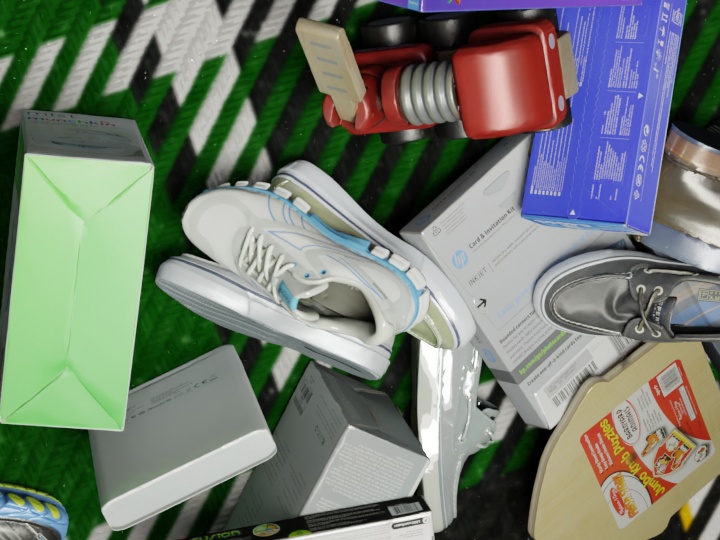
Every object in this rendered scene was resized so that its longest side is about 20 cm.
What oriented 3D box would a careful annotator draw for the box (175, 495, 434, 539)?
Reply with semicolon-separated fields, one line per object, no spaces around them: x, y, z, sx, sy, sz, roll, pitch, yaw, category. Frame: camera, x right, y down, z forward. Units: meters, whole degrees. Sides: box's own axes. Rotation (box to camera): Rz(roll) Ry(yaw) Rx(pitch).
-0.041;0.240;1.512;0.200;0.035;0.110;-9;108;-10;box

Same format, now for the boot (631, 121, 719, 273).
0.309;-0.034;1.576;0.200;0.075;0.097;25;109;-6;boot

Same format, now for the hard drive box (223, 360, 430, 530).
-0.038;0.194;1.600;0.077;0.156;0.200;25;100;-17;hard drive box

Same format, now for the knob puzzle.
0.212;0.151;1.669;0.219;0.030;0.220;-17;125;-26;knob puzzle

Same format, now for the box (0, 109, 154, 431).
-0.212;-0.005;1.500;0.097;0.176;0.200;5;105;-13;box

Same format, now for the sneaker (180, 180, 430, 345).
-0.050;-0.003;1.505;0.200;0.087;0.075;23;117;12;sneaker

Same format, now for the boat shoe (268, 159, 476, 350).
0.000;0.000;1.573;0.200;0.072;0.062;41;64;6;boat shoe

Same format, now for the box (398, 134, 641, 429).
0.143;0.001;1.615;0.156;0.041;0.200;-42;111;-20;box

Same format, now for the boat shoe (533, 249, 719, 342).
0.237;0.028;1.577;0.200;0.066;0.070;5;105;-9;boat shoe

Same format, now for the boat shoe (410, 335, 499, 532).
0.079;0.117;1.645;0.071;0.070;0.201;-1;102;-5;boat shoe

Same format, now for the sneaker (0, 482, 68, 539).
-0.331;0.201;1.590;0.199;0.071;0.083;14;96;-17;sneaker

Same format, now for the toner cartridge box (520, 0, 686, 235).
0.188;-0.131;1.555;0.043;0.095;0.200;16;83;-53;toner cartridge box

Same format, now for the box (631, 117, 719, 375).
0.316;-0.014;1.653;0.141;0.079;0.200;-35;109;3;box

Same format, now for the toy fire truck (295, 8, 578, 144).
0.045;-0.144;1.478;0.176;0.200;0.129;-2;107;27;toy fire truck

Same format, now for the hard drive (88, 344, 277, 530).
-0.140;0.122;1.536;0.132;0.200;0.026;-26;109;-3;hard drive

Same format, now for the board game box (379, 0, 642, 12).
0.090;-0.224;1.485;0.200;0.134;0.045;-7;109;-33;board game box

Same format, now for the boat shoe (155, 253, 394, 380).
-0.063;0.021;1.602;0.200;0.074;0.067;25;74;-18;boat shoe
